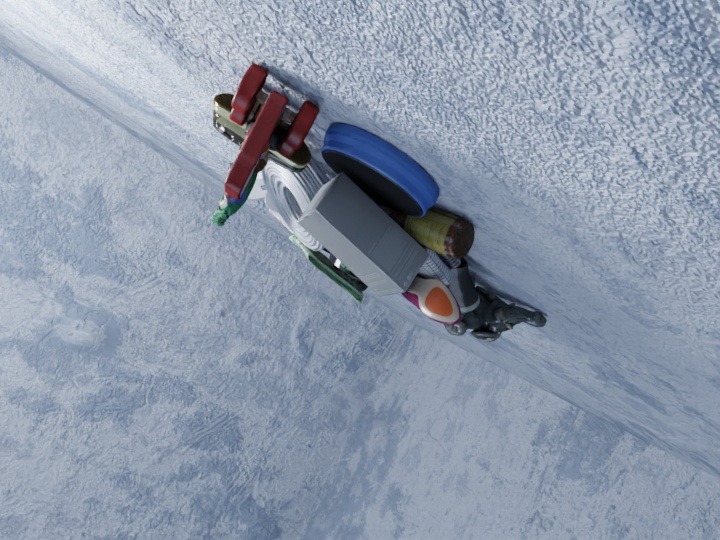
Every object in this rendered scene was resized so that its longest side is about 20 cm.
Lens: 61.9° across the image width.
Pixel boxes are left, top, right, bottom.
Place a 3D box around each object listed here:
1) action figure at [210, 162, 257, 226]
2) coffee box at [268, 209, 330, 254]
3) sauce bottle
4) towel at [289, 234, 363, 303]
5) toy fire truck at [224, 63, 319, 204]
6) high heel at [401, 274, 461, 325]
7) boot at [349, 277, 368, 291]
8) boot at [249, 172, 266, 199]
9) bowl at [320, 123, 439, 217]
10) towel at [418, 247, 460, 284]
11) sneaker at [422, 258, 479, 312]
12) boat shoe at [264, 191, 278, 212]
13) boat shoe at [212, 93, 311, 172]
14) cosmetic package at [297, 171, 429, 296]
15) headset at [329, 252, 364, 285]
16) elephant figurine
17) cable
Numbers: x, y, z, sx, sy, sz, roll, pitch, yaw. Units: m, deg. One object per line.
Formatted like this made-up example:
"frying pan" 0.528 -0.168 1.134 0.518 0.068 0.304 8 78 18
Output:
"action figure" -0.227 -0.176 1.148 0.054 0.204 0.118 28 174 -2
"coffee box" -0.125 -0.123 1.528 0.114 0.081 0.199 41 -172 33
"sauce bottle" 0.097 -0.078 0.997 0.198 0.067 0.066 28 175 44
"towel" -0.072 -0.009 1.220 0.151 0.024 0.200 39 -177 -23
"toy fire truck" -0.150 -0.179 0.861 0.110 0.172 0.200 30 175 -13
"high heel" 0.136 0.056 1.127 0.096 0.068 0.200 44 -179 -42
"boot" -0.030 -0.057 1.368 0.204 0.065 0.133 86 167 -45
"boot" -0.167 -0.209 1.292 0.193 0.092 0.074 1 137 19
"bowl" 0.026 -0.145 0.906 0.197 0.040 0.201 31 175 3
"towel" 0.081 -0.062 1.136 0.196 0.088 0.165 25 175 32
"sneaker" 0.156 0.010 1.249 0.196 0.075 0.109 11 129 41
"boat shoe" -0.097 -0.133 1.238 0.192 0.074 0.070 6 178 11
"boat shoe" -0.168 -0.223 1.014 0.198 0.073 0.066 38 134 11
"cosmetic package" 0.002 -0.054 0.976 0.200 0.091 0.106 45 160 -15
"headset" 0.000 0.000 1.161 0.121 0.096 0.200 27 -168 6
"elephant figurine" 0.282 0.101 1.336 0.193 0.145 0.157 15 -153 -13
"cable" -0.104 -0.133 1.104 0.198 0.068 0.205 24 141 58
